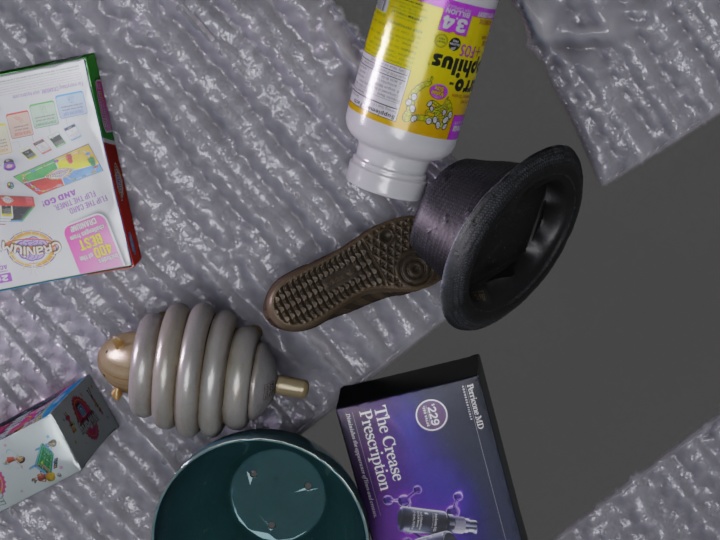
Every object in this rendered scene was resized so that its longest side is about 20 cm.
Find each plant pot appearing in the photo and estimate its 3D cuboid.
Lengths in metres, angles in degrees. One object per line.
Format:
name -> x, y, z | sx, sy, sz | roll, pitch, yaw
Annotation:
plant pot -> -0.086, 0.233, 1.678 | 0.199, 0.135, 0.201 | 1, 103, 4

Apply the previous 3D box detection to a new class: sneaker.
sneaker -> 0.000, 0.000, 1.659 | 0.199, 0.076, 0.071 | -19, 91, -13

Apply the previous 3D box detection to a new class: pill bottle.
pill bottle -> 0.048, -0.168, 1.592 | 0.104, 0.104, 0.201 | 16, 104, 1

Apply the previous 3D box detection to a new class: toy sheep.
toy sheep -> -0.145, 0.092, 1.652 | 0.199, 0.138, 0.139 | 4, 103, 4

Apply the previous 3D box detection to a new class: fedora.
fedora -> 0.111, -0.045, 1.592 | 0.091, 0.200, 0.201 | 32, 105, 26

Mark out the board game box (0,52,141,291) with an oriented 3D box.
board game box -> -0.302, -0.089, 1.671 | 0.152, 0.040, 0.201 | -10, 102, 7

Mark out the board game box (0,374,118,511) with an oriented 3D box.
board game box -> -0.341, 0.185, 1.683 | 0.199, 0.148, 0.064 | -27, 97, 10

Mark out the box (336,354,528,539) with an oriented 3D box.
box -> 0.070, 0.197, 1.688 | 0.140, 0.079, 0.201 | -15, 101, 5
